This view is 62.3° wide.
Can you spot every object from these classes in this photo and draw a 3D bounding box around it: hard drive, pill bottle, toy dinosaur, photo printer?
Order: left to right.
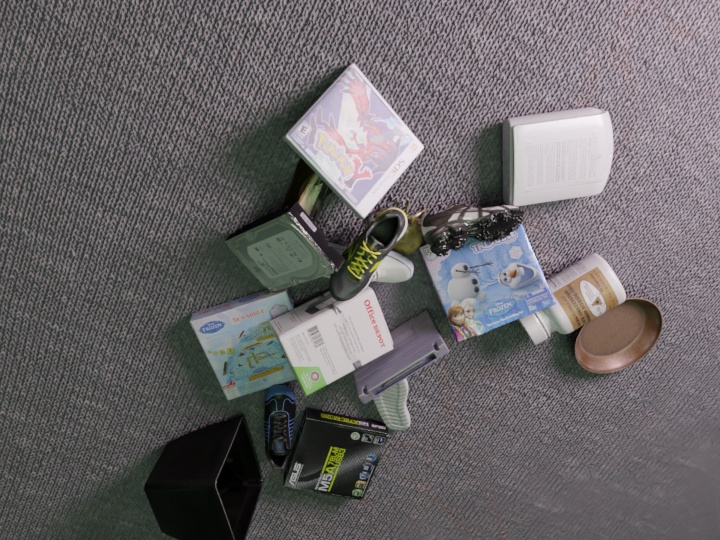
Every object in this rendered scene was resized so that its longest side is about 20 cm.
[{"bbox_3d":[-0.141,-0.035,1.076,0.200,0.038,0.140,-15,122,44],"label":"hard drive"},{"bbox_3d":[0.069,-0.071,1.135,0.200,0.058,0.101,-27,115,6],"label":"toy dinosaur"},{"bbox_3d":[0.364,-0.210,1.099,0.199,0.069,0.167,-9,115,-3],"label":"photo printer"},{"bbox_3d":[0.414,0.063,1.201,0.200,0.114,0.114,-32,113,8],"label":"pill bottle"}]

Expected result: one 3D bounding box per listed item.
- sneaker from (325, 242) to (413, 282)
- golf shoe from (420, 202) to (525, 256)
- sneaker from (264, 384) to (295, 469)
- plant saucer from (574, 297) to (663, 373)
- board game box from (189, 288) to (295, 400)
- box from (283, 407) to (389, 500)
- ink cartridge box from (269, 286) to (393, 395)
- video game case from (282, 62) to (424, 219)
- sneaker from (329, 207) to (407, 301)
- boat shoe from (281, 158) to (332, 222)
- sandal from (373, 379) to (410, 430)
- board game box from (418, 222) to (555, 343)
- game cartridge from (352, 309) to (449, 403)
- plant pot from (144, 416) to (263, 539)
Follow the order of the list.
[{"bbox_3d":[0.000,0.000,1.131,0.199,0.071,0.073,7,131,4],"label":"sneaker"},{"bbox_3d":[0.205,-0.097,1.101,0.200,0.095,0.078,-13,137,-16],"label":"golf shoe"},{"bbox_3d":[-0.169,0.334,1.261,0.070,0.078,0.200,-3,125,-10],"label":"sneaker"},{"bbox_3d":[0.546,0.133,1.280,0.200,0.037,0.201,-5,123,-8],"label":"plant saucer"},{"bbox_3d":[-0.211,0.147,1.208,0.200,0.041,0.200,-17,115,1],"label":"board game box"},{"bbox_3d":[-0.057,0.417,1.344,0.193,0.048,0.200,14,111,-15],"label":"box"},{"bbox_3d":[-0.054,0.127,1.168,0.200,0.084,0.146,-27,116,-13],"label":"ink cartridge box"},{"bbox_3d":[-0.006,-0.223,1.036,0.200,0.023,0.182,45,76,-21],"label":"video game case"},{"bbox_3d":[0.008,-0.033,1.050,0.074,0.085,0.200,35,91,3],"label":"sneaker"},{"bbox_3d":[-0.083,-0.157,1.079,0.065,0.073,0.200,19,105,-40],"label":"boat shoe"},{"bbox_3d":[0.066,0.269,1.294,0.082,0.050,0.203,0,128,10],"label":"sandal"},{"bbox_3d":[0.241,0.011,1.150,0.200,0.043,0.199,-23,84,4],"label":"board game box"},{"bbox_3d":[0.074,0.172,1.203,0.200,0.130,0.038,-33,115,9],"label":"game cartridge"},{"bbox_3d":[-0.332,0.454,1.258,0.177,0.200,0.200,-7,115,8],"label":"plant pot"}]
